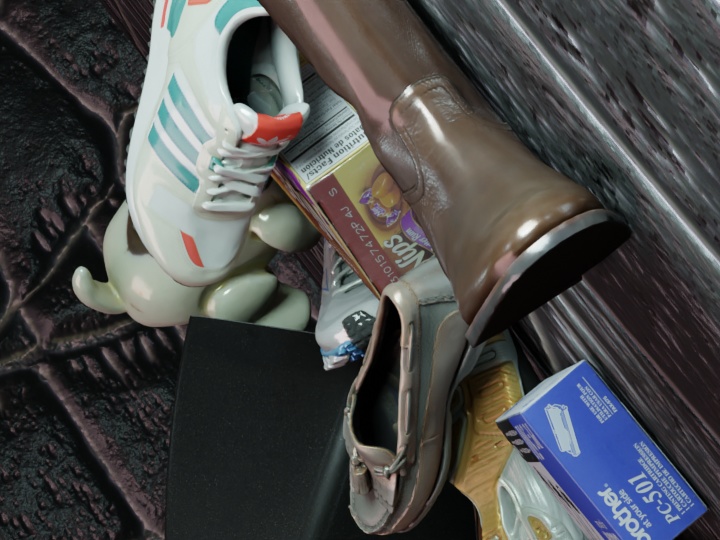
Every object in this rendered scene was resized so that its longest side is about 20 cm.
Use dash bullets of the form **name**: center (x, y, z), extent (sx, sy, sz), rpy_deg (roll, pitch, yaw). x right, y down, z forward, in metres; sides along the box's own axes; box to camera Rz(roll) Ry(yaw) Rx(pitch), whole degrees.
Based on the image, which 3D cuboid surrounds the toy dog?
- **toy dog**: center (-0.105, -0.061, 1.540), extent (0.201, 0.193, 0.140), rpy_deg (111, 144, -47)

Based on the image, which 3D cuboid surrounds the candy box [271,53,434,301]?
- **candy box**: center (-0.027, -0.073, 1.306), extent (0.200, 0.056, 0.117), rpy_deg (51, 176, 48)

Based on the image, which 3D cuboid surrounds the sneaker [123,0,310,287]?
- **sneaker**: center (-0.072, -0.071, 1.196), extent (0.093, 0.070, 0.201), rpy_deg (40, 129, 49)

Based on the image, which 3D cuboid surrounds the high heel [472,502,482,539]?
- **high heel**: center (0.068, 0.138, 1.372), extent (0.143, 0.071, 0.200), rpy_deg (48, -145, 9)

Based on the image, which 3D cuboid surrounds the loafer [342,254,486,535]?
- **loafer**: center (0.017, 0.073, 1.255), extent (0.072, 0.063, 0.201), rpy_deg (47, 136, 34)

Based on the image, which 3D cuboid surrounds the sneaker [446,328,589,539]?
- **sneaker**: center (0.096, 0.107, 1.302), extent (0.087, 0.075, 0.201), rpy_deg (-13, -98, -51)

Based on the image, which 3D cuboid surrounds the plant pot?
- **plant pot**: center (-0.020, 0.155, 1.515), extent (0.199, 0.178, 0.199), rpy_deg (8, 163, 48)

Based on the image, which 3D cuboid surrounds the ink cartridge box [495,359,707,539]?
- **ink cartridge box**: center (0.119, 0.098, 1.148), extent (0.094, 0.044, 0.200), rpy_deg (51, 176, 5)

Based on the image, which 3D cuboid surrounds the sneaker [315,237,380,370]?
- **sneaker**: center (0.000, 0.000, 1.372), extent (0.200, 0.075, 0.087), rpy_deg (-66, -48, -78)

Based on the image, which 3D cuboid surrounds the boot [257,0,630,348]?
- **boot**: center (0.010, -0.072, 0.795), extent (0.201, 0.064, 0.186), rpy_deg (57, 175, 4)
